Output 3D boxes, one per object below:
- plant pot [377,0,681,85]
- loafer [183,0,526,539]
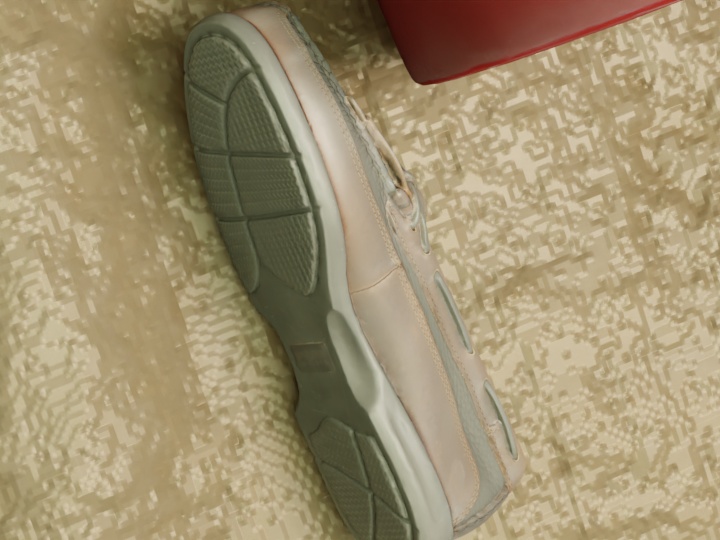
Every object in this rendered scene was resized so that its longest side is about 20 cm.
[{"bbox_3d":[0.080,-0.174,0.783,0.199,0.200,0.184,-21,97,-15],"label":"plant pot"},{"bbox_3d":[0.000,0.000,0.846,0.063,0.072,0.201,-29,109,-30],"label":"loafer"}]
